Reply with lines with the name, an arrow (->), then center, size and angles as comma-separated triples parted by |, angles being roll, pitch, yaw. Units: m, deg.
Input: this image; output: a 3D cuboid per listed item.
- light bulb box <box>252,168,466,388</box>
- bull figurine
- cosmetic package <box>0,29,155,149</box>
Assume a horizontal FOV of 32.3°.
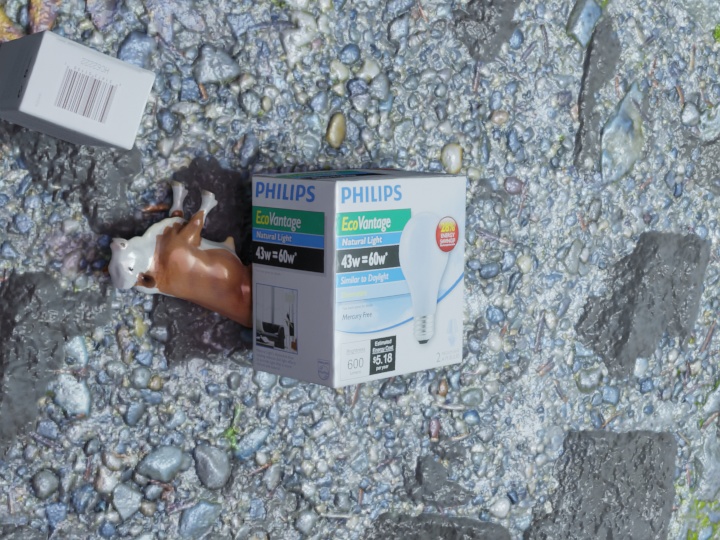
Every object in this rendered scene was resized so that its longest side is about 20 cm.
light bulb box -> 0.000, 0.000, 1.262 | 0.198, 0.125, 0.200 | -8, 101, -46
bull figurine -> -0.161, -0.014, 1.239 | 0.200, 0.065, 0.122 | 26, 82, -36
cosmetic package -> -0.263, -0.157, 1.099 | 0.101, 0.200, 0.071 | 19, 88, -27
